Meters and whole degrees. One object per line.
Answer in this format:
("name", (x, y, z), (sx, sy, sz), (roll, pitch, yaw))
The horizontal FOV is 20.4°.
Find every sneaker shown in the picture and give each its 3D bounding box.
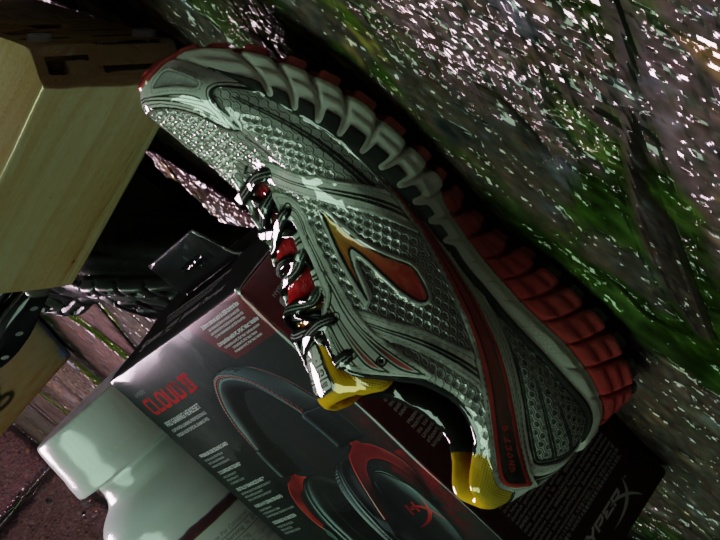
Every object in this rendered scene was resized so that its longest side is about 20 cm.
("sneaker", (-0.113, -0.023, 0.950), (0.199, 0.092, 0.076), (5, 168, 31))
("sneaker", (0.000, 0.000, 0.679), (0.200, 0.082, 0.078), (42, 167, 0))

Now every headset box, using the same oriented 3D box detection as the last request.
("headset box", (-0.001, 0.055, 0.804), (0.200, 0.075, 0.148), (44, 150, -9))

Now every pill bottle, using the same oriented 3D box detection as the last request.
("pill bottle", (-0.047, 0.123, 0.908), (0.200, 0.110, 0.110), (48, 167, -5))

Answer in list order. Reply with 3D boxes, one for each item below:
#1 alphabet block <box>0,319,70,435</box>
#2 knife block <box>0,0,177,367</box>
("alphabet block", (-0.440, 0.069, 1.931), (0.196, 0.200, 0.196), (31, 164, 37))
("knife block", (-0.148, -0.024, 0.853), (0.199, 0.064, 0.177), (22, 115, 54))
